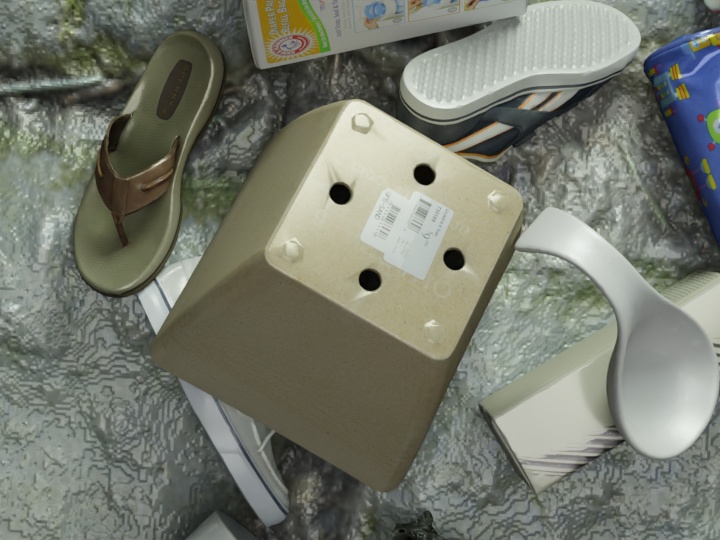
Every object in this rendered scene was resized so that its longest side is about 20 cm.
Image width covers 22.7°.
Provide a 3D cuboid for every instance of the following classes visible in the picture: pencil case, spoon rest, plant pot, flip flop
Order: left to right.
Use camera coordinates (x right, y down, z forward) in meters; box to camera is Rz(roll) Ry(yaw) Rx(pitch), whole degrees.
[{"bbox_3d":[-0.155,-0.080,1.279,0.081,0.058,0.201,23,89,19],"label":"flip flop"},{"bbox_3d":[0.000,0.000,1.210,0.200,0.177,0.200,30,65,-3],"label":"plant pot"},{"bbox_3d":[0.182,0.044,1.210,0.099,0.061,0.200,-49,116,-21],"label":"spoon rest"},{"bbox_3d":[0.277,-0.080,1.291,0.087,0.078,0.201,-24,84,14],"label":"pencil case"}]

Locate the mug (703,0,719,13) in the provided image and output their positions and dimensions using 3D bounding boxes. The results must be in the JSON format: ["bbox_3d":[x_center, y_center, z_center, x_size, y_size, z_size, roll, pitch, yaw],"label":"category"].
[{"bbox_3d":[0.354,-0.224,1.283,0.199,0.133,0.178,3,88,-8],"label":"mug"}]

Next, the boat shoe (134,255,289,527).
[{"bbox_3d":[-0.083,0.080,1.299,0.086,0.075,0.202,-27,84,-6],"label":"boat shoe"}]

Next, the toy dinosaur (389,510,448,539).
[{"bbox_3d":[0.072,0.235,1.272,0.102,0.135,0.200,-58,136,-15],"label":"toy dinosaur"}]

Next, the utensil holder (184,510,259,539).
[{"bbox_3d":[-0.114,0.293,1.255,0.170,0.170,0.200,44,86,-4],"label":"utensil holder"}]

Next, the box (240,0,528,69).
[{"bbox_3d":[0.009,-0.230,1.255,0.199,0.101,0.113,-13,66,-3],"label":"box"}]

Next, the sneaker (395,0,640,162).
[{"bbox_3d":[0.109,-0.135,1.300,0.199,0.080,0.079,-19,57,-24],"label":"sneaker"}]

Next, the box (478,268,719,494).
[{"bbox_3d":[0.189,0.079,1.306,0.200,0.082,0.069,-31,95,0],"label":"box"}]
